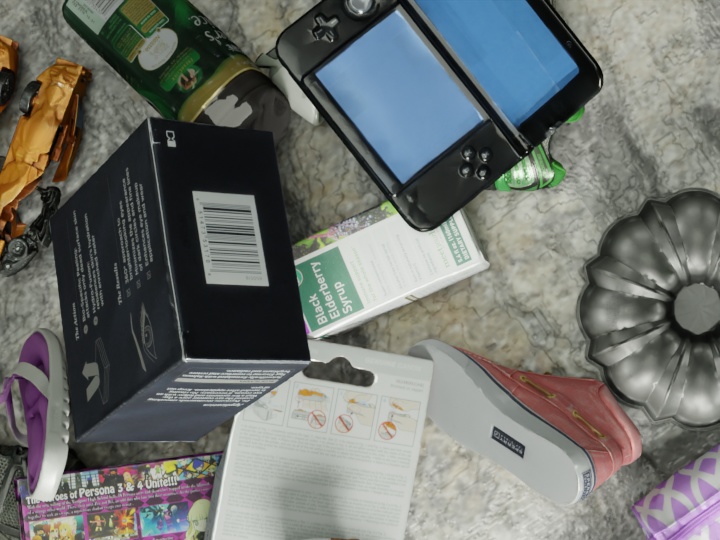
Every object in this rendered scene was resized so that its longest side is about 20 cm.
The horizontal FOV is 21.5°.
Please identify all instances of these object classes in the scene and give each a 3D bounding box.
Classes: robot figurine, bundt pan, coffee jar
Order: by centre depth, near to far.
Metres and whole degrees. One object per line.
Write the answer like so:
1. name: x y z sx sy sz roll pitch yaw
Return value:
1. bundt pan: 0.273 0.031 1.531 0.200 0.076 0.204 0 89 7
2. coffee jar: -0.148 -0.171 1.568 0.200 0.104 0.085 44 93 14
3. robot figurine: -0.308 -0.094 1.624 0.144 0.058 0.201 21 91 8

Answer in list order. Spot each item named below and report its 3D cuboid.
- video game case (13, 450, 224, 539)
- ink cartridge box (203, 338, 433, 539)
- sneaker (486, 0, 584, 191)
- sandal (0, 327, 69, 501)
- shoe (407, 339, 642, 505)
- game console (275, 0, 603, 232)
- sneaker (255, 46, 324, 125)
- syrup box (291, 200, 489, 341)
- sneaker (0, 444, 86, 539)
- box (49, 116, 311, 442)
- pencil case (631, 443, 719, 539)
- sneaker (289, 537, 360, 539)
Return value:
1. video game case: -0.178 0.249 1.568 0.199 0.036 0.183 -6 89 -18
2. ink cartridge box: -0.035 0.158 1.557 0.159 0.047 0.202 10 91 -11
3. sneaker: 0.144 -0.163 1.561 0.085 0.078 0.202 7 98 1
4. sandal: -0.271 0.107 1.548 0.049 0.203 0.083 12 114 -21
5. shoe: 0.134 0.112 1.556 0.200 0.091 0.072 35 131 32
6. game console: 0.056 -0.160 1.470 0.176 0.116 0.200 -38 87 -6
7. sneaker: 0.015 -0.198 1.577 0.200 0.074 0.089 -38 83 15
8. syrup box: 0.000 0.000 1.567 0.199 0.081 0.079 -24 84 5
9. sneaker: -0.304 0.160 1.610 0.114 0.076 0.200 -40 87 3
10. box: -0.147 0.013 1.496 0.117 0.200 0.198 3 67 -33
11. pencil case: 0.312 0.170 1.517 0.200 0.085 0.084 -37 90 7
12. sneaker: -0.010 0.298 1.529 0.084 0.073 0.201 -9 124 4
